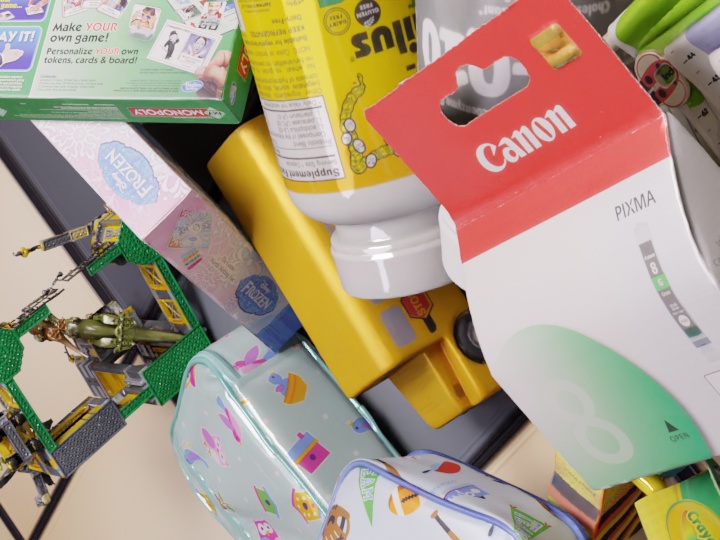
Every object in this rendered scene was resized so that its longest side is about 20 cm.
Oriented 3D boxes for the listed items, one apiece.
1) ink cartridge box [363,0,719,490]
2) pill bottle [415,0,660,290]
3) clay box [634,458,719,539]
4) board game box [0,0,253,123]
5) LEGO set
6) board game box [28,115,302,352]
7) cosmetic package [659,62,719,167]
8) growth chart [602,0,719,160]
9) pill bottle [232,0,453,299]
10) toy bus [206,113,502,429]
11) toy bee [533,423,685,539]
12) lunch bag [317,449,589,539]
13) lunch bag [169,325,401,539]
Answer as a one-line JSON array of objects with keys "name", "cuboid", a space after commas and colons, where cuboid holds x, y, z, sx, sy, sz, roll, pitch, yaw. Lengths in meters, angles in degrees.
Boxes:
[{"name": "ink cartridge box", "cuboid": [0.091, -0.005, 0.729, 0.200, 0.050, 0.161, 46, 149, -9]}, {"name": "pill bottle", "cuboid": [0.082, -0.092, 0.808, 0.113, 0.113, 0.202, 25, 130, 40]}, {"name": "clay box", "cuboid": [0.179, 0.174, 0.799, 0.200, 0.047, 0.116, 53, -165, -51]}, {"name": "board game box", "cuboid": [-0.145, -0.148, 0.969, 0.198, 0.136, 0.029, 3, 158, 23]}, {"name": "LEGO set", "cuboid": [-0.205, 0.052, 1.217, 0.115, 0.200, 0.154, 1, 134, 52]}, {"name": "board game box", "cuboid": [-0.133, -0.057, 1.060, 0.200, 0.043, 0.199, 45, 180, 28]}, {"name": "cosmetic package", "cuboid": [0.217, -0.072, 0.688, 0.200, 0.073, 0.104, -27, 91, 55]}, {"name": "growth chart", "cuboid": [0.184, -0.053, 0.666, 0.200, 0.018, 0.145, 50, 144, 10]}, {"name": "pill bottle", "cuboid": [0.004, -0.093, 0.906, 0.112, 0.112, 0.202, 5, 116, 50]}, {"name": "toy bus", "cuboid": [0.000, 0.000, 1.002, 0.201, 0.078, 0.065, 58, 144, 6]}, {"name": "toy bee", "cuboid": [0.120, 0.071, 0.875, 0.130, 0.108, 0.202, 23, 129, 44]}, {"name": "lunch bag", "cuboid": [0.040, 0.206, 0.923, 0.159, 0.075, 0.202, 19, 102, 39]}, {"name": "lunch bag", "cuboid": [-0.041, 0.143, 1.143, 0.200, 0.077, 0.161, 51, 147, 17]}]
